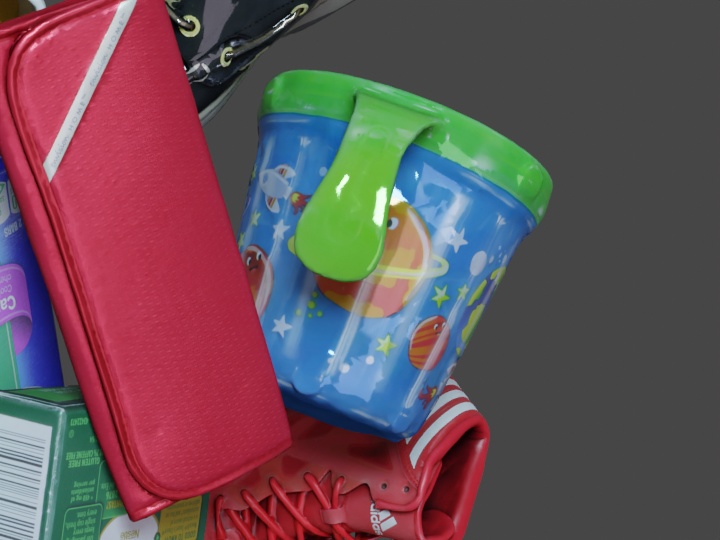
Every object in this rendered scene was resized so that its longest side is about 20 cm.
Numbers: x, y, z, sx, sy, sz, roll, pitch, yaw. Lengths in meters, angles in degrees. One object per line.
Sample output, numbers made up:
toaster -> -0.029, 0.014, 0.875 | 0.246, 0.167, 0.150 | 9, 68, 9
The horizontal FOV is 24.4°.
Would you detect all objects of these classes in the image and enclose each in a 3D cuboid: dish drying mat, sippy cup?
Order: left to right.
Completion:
dish drying mat -> -0.082, -0.005, 0.631 | 0.077, 0.018, 0.201 | -24, 113, -23
sippy cup -> 0.000, 0.000, 0.727 | 0.178, 0.139, 0.131 | 30, 77, -47

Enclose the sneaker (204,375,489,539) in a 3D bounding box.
sneaker -> -0.028, 0.107, 0.782 | 0.200, 0.115, 0.079 | -37, 124, -13

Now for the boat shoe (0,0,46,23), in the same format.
boat shoe -> -0.210, -0.067, 0.626 | 0.199, 0.070, 0.071 | -24, 120, -20

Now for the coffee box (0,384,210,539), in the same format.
coffee box -> -0.117, 0.148, 0.693 | 0.123, 0.044, 0.201 | 0, 98, -64

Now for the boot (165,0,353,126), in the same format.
boot -> -0.056, -0.135, 0.646 | 0.203, 0.074, 0.154 | -38, 165, -20

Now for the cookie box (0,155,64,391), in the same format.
cookie box -> -0.193, 0.072, 0.649 | 0.171, 0.075, 0.201 | -40, 134, -51
